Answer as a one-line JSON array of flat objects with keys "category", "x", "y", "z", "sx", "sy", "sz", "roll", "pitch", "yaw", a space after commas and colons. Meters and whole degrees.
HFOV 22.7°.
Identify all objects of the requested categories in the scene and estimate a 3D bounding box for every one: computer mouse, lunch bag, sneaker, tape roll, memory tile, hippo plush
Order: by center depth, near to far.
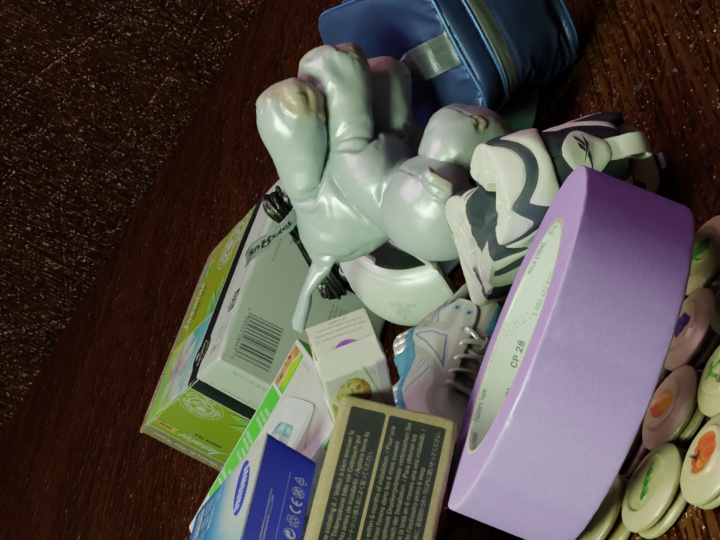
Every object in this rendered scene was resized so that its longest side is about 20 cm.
[{"category": "memory tile", "x": 0.171, "y": 0.052, "z": 0.954, "sx": 0.153, "sy": 0.017, "sz": 0.201, "roll": -42, "pitch": 24, "yaw": 54}, {"category": "tape roll", "x": 0.113, "y": 0.047, "z": 0.980, "sx": 0.200, "sy": 0.065, "sz": 0.202, "roll": -159, "pitch": 90, "yaw": -87}, {"category": "sneaker", "x": 0.130, "y": -0.042, "z": 1.141, "sx": 0.199, "sy": 0.128, "sz": 0.080, "roll": 98, "pitch": 156, "yaw": -66}, {"category": "sneaker", "x": 0.068, "y": 0.062, "z": 1.198, "sx": 0.087, "sy": 0.075, "sz": 0.200, "roll": -51, "pitch": 17, "yaw": 18}, {"category": "hippo plush", "x": 0.019, "y": -0.072, "z": 1.277, "sx": 0.160, "sy": 0.160, "sz": 0.201, "roll": 8, "pitch": 55, "yaw": 46}, {"category": "computer mouse", "x": 0.000, "y": 0.000, "z": 1.409, "sx": 0.044, "sy": 0.110, "sz": 0.199, "roll": -40, "pitch": 34, "yaw": -20}, {"category": "lunch bag", "x": 0.056, "y": -0.180, "z": 1.422, "sx": 0.132, "sy": 0.137, "sz": 0.200, "roll": -33, "pitch": 10, "yaw": -30}]

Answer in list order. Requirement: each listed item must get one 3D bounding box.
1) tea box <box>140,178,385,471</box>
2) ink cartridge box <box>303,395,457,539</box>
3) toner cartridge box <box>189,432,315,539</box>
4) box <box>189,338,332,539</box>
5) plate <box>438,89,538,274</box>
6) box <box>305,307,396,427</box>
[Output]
[{"category": "tea box", "x": -0.076, "y": 0.058, "z": 1.580, "sx": 0.197, "sy": 0.133, "sz": 0.201, "roll": -43, "pitch": 24, "yaw": 54}, {"category": "ink cartridge box", "x": -0.004, "y": 0.197, "z": 1.043, "sx": 0.201, "sy": 0.074, "sz": 0.166, "roll": 101, "pitch": -176, "yaw": -52}, {"category": "toner cartridge box", "x": -0.082, "y": 0.202, "z": 1.121, "sx": 0.095, "sy": 0.043, "sz": 0.201, "roll": -49, "pitch": 16, "yaw": 31}, {"category": "box", "x": -0.035, "y": 0.168, "z": 1.313, "sx": 0.177, "sy": 0.096, "sz": 0.200, "roll": -59, "pitch": 15, "yaw": 4}, {"category": "plate", "x": 0.084, "y": -0.076, "z": 1.491, "sx": 0.201, "sy": 0.025, "sz": 0.201, "roll": -57, "pitch": 14, "yaw": 22}, {"category": "box", "x": 0.003, "y": 0.094, "z": 1.094, "sx": 0.201, "sy": 0.041, "sz": 0.039, "roll": 79, "pitch": 171, "yaw": -57}]
